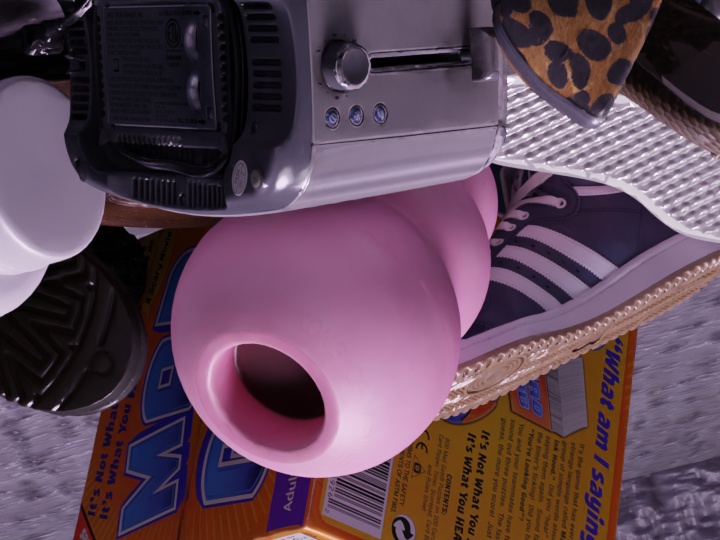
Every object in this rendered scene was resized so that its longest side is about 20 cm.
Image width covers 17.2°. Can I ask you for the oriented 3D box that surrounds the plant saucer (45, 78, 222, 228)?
[{"bbox_3d":[-0.099,-0.049,1.113,0.199,0.037,0.200,0,171,0],"label":"plant saucer"}]

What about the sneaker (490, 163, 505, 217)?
[{"bbox_3d":[-0.004,-0.027,1.299,0.199,0.082,0.070,-9,170,-14],"label":"sneaker"}]

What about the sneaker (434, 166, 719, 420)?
[{"bbox_3d":[0.072,-0.007,1.147,0.199,0.109,0.070,-23,164,-26],"label":"sneaker"}]

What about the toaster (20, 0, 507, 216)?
[{"bbox_3d":[-0.032,-0.083,0.939,0.129,0.114,0.200,-7,-173,-36],"label":"toaster"}]

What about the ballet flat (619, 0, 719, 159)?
[{"bbox_3d":[0.103,-0.096,0.928,0.067,0.200,0.046,-36,139,-14],"label":"ballet flat"}]

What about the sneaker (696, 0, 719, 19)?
[{"bbox_3d":[0.134,-0.129,1.056,0.199,0.075,0.087,-2,172,-32],"label":"sneaker"}]

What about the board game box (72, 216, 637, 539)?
[{"bbox_3d":[-0.001,0.087,1.234,0.199,0.201,0.199,27,150,-33],"label":"board game box"}]

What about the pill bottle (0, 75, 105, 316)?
[{"bbox_3d":[-0.208,-0.022,1.025,0.199,0.110,0.109,-14,168,33],"label":"pill bottle"}]

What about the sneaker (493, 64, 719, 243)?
[{"bbox_3d":[0.125,-0.083,1.117,0.199,0.105,0.076,15,124,-24],"label":"sneaker"}]

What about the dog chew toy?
[{"bbox_3d":[0.000,0.000,1.042,0.124,0.125,0.200,-23,-161,36],"label":"dog chew toy"}]

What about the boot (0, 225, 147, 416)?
[{"bbox_3d":[-0.152,0.013,1.191,0.211,0.080,0.158,27,-174,32],"label":"boot"}]

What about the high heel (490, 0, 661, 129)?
[{"bbox_3d":[0.136,-0.129,0.894,0.199,0.143,0.071,-10,163,-14],"label":"high heel"}]
